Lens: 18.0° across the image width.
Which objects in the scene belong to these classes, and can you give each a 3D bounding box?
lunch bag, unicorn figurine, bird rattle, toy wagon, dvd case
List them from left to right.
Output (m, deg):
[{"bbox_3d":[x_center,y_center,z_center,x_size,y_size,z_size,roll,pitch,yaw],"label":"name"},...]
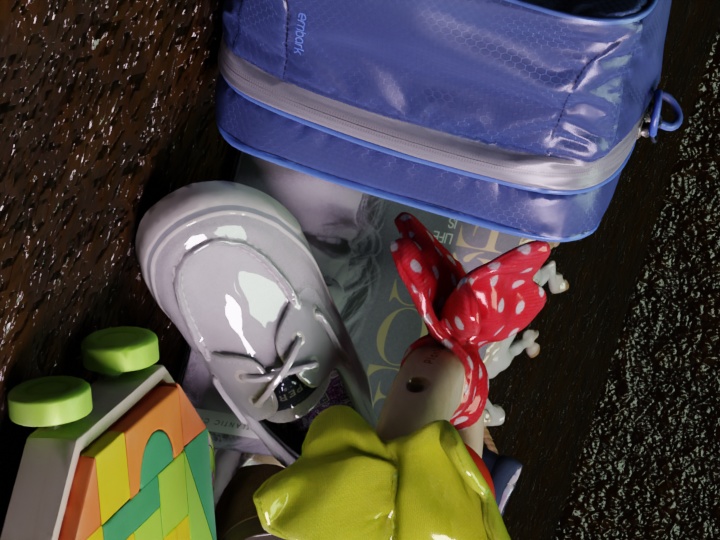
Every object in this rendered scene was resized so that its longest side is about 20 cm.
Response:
[{"bbox_3d":[-0.095,0.104,0.943,0.200,0.039,0.157,-41,131,-66],"label":"toy wagon"},{"bbox_3d":[0.000,0.000,1.087,0.016,0.148,0.201,-125,-132,-64],"label":"dvd case"},{"bbox_3d":[0.023,0.080,1.008,0.201,0.112,0.164,-77,170,-49],"label":"bird rattle"},{"bbox_3d":[0.043,-0.099,0.967,0.136,0.199,0.133,-63,168,-51],"label":"lunch bag"},{"bbox_3d":[0.114,0.050,1.843,0.137,0.073,0.202,-12,107,-65],"label":"unicorn figurine"}]

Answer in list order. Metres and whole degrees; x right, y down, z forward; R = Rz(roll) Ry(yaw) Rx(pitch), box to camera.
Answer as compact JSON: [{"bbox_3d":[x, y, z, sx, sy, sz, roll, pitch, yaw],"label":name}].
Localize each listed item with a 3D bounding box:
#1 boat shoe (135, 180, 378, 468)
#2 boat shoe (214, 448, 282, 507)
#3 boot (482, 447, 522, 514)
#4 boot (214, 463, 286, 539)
[{"bbox_3d":[-0.038,0.038,1.006,0.072,0.069,0.201,-26,141,-3],"label":"boat shoe"},{"bbox_3d":[-0.038,0.091,1.157,0.075,0.068,0.201,52,45,-37],"label":"boat shoe"},{"bbox_3d":[0.026,0.171,1.357,0.073,0.090,0.201,95,18,-51],"label":"boot"},{"bbox_3d":[-0.059,0.181,1.058,0.076,0.073,0.201,-103,-152,-59],"label":"boot"}]
